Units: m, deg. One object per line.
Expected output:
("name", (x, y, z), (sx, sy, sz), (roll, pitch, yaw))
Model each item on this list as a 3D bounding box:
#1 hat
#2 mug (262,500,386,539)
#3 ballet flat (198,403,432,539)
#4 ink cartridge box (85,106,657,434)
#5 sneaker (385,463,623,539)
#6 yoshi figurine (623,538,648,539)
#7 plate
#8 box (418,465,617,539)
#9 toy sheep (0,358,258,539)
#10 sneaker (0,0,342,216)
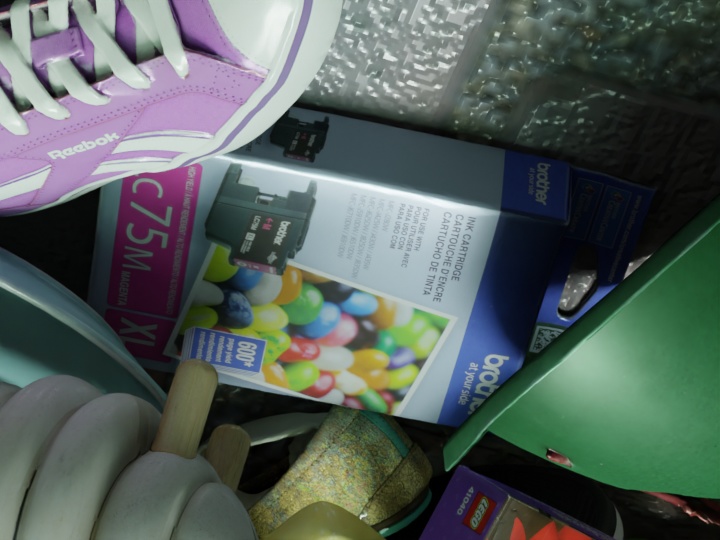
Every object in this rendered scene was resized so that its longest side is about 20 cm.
("hat", (0.148, 0.068, 0.729), (0.176, 0.200, 0.166), (48, 115, 5))
("mug", (-0.063, 0.189, 0.833), (0.186, 0.149, 0.153), (-18, 132, 33))
("ballet flat", (-0.060, 0.105, 0.901), (0.200, 0.071, 0.071), (-29, 124, 30))
("ink cartridge box", (0.000, 0.000, 0.806), (0.200, 0.042, 0.119), (10, 134, -5))
("sneaker", (0.041, 0.159, 0.917), (0.200, 0.084, 0.121), (-18, 125, 31))
("yoshi figurine", (0.189, 0.175, 0.912), (0.200, 0.112, 0.112), (34, 112, -20))
("plate", (-0.152, 0.019, 0.811), (0.200, 0.026, 0.200), (21, 156, 10))
("box", (0.049, 0.189, 0.813), (0.137, 0.039, 0.200), (28, 90, -32))
("toy sheep", (-0.100, 0.096, 0.724), (0.200, 0.138, 0.138), (4, 135, 19))
("sneaker", (-0.102, -0.061, 0.685), (0.200, 0.073, 0.114), (-28, 165, 39))
